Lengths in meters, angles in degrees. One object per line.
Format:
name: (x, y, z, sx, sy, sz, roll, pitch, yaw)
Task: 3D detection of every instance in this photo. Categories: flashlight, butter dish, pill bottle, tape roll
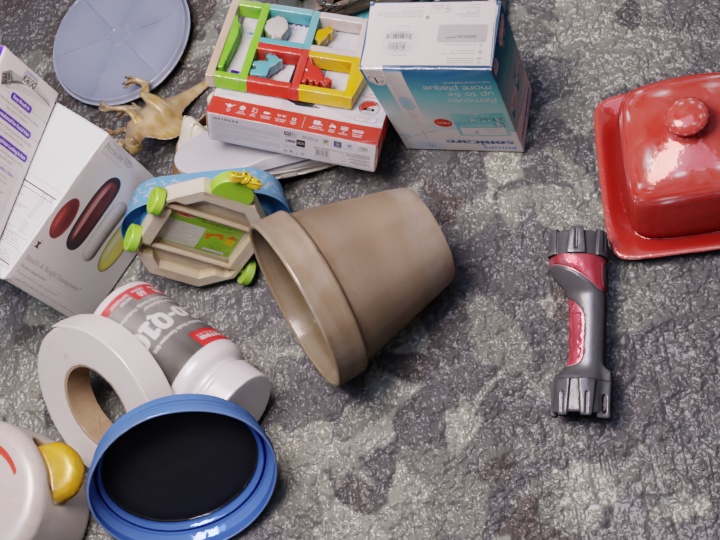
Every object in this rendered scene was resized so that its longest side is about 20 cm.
flashlight: (0.227, 0.056, 1.290, 0.068, 0.068, 0.200, 11, 75, -18)
butter dish: (0.343, -0.131, 1.273, 0.199, 0.148, 0.200, -7, 68, 15)
pill bottle: (-0.205, 0.107, 1.382, 0.200, 0.114, 0.114, 32, 83, 25)
tape roll: (-0.281, 0.145, 1.362, 0.203, 0.203, 0.037, 33, 40, 25)

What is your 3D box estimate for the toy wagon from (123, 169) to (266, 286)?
toy wagon: (-0.168, -0.053, 1.380, 0.200, 0.155, 0.040, -50, 34, 40)

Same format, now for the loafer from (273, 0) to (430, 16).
loafer: (-0.014, -0.339, 1.457, 0.200, 0.063, 0.072, -5, 71, 17)

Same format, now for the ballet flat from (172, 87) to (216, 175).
ballet flat: (-0.174, -0.183, 1.501, 0.200, 0.072, 0.068, -47, 55, -2)

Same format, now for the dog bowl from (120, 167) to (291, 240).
dog bowl: (-0.179, -0.068, 1.434, 0.200, 0.112, 0.050, -6, 53, 2)

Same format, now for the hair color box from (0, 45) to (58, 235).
hair color box: (-0.413, -0.134, 1.328, 0.065, 0.109, 0.200, 13, 75, 23)

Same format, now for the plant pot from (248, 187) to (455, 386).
plant pot: (0.000, 0.000, 1.330, 0.173, 0.200, 0.200, -28, 63, -13)

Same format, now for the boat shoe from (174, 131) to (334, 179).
boat shoe: (-0.118, -0.135, 1.462, 0.200, 0.066, 0.072, -14, 55, 2)

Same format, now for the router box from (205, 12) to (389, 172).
router box: (-0.059, -0.214, 1.429, 0.200, 0.049, 0.180, 11, 55, 5)

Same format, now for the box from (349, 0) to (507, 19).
box: (0.073, -0.312, 1.482, 0.200, 0.049, 0.082, 4, 72, 20)

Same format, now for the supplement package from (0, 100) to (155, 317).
supplement package: (-0.363, -0.073, 1.456, 0.147, 0.191, 0.200, 30, 83, 24)

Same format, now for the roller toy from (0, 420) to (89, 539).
roller toy: (-0.410, 0.265, 1.376, 0.200, 0.140, 0.183, 15, 76, 22)

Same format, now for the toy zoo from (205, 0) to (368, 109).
toy zoo: (-0.065, -0.249, 1.410, 0.200, 0.020, 0.131, 10, 55, 5)

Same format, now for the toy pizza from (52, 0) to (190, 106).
toy pizza: (-0.312, -0.303, 1.614, 0.200, 0.032, 0.200, -7, 68, 16)

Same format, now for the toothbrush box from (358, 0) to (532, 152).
toothbrush box: (0.099, -0.210, 1.353, 0.146, 0.200, 0.085, 4, 72, 18)

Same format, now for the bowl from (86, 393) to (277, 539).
bowl: (-0.189, 0.215, 1.300, 0.201, 0.201, 0.039, -31, 35, 5)

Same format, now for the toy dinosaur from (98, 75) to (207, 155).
toy dinosaur: (-0.257, -0.198, 1.532, 0.101, 0.058, 0.200, 28, 48, 17)
